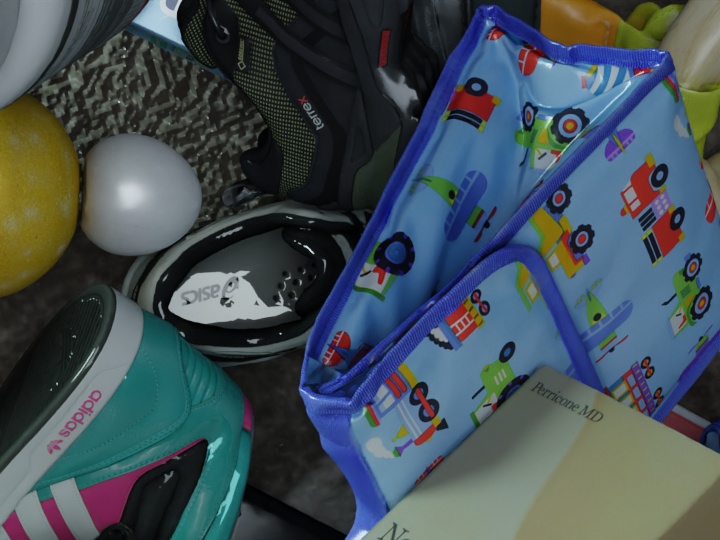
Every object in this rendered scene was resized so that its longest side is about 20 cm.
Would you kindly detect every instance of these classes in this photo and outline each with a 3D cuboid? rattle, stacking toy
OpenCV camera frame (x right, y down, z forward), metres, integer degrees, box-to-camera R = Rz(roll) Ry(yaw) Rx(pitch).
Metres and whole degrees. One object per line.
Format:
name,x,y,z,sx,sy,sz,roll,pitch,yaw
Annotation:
rattle,0.161,-0.113,1.006,0.200,0.142,0.131,-42,127,-19
stacking toy,-0.162,-0.030,0.920,0.198,0.146,0.148,5,90,-11

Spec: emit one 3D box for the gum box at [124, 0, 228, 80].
gum box,-0.055,-0.175,0.974,0.199,0.045,0.171,25,88,-5

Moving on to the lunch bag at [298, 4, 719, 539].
lunch bag,0.049,0.029,0.874,0.094,0.151,0.201,19,61,35

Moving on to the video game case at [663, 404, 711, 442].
video game case,0.080,0.141,0.990,0.142,0.017,0.201,28,82,-6

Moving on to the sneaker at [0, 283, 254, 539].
sneaker,-0.110,0.099,0.941,0.120,0.084,0.200,30,124,-25

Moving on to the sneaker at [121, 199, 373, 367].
sneaker,0.000,0.000,0.961,0.198,0.088,0.076,-18,91,-7

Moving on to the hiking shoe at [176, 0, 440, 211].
hiking shoe,-0.025,-0.114,0.879,0.100,0.076,0.202,-1,109,11

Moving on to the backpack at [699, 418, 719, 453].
backpack,0.177,0.140,0.913,0.199,0.134,0.184,-23,124,-24

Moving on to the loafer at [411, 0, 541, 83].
loafer,0.052,-0.152,0.922,0.070,0.068,0.203,0,99,34

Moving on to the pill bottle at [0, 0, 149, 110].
pill bottle,-0.146,-0.115,0.836,0.113,0.200,0.115,3,107,11

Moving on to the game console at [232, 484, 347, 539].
game console,-0.030,0.201,0.992,0.199,0.031,0.178,27,82,-7

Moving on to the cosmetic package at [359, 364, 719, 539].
cosmetic package,0.038,0.134,0.789,0.200,0.105,0.071,-43,130,-20
